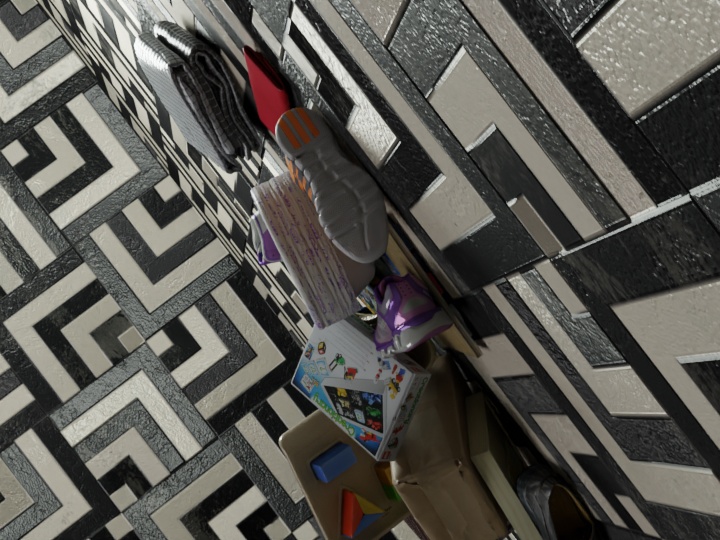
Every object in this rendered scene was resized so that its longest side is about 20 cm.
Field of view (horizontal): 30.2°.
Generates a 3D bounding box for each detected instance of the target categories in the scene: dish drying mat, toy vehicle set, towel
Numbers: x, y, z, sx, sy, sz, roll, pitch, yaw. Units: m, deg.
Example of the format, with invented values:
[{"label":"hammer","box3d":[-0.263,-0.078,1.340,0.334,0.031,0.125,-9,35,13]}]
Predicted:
[{"label":"dish drying mat","box3d":[-0.107,-0.208,1.641,0.077,0.018,0.200,50,170,14]},{"label":"toy vehicle set","box3d":[0.196,0.271,1.755,0.200,0.026,0.124,58,-163,-27]},{"label":"towel","box3d":[-0.225,-0.250,1.888,0.166,0.086,0.200,38,162,53]}]

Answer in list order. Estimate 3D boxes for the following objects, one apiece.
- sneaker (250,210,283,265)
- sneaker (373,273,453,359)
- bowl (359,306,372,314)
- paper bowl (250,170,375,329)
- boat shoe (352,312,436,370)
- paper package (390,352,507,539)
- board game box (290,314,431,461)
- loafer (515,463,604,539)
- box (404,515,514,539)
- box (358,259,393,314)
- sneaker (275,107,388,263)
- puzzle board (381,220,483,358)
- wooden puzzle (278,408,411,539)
[{"label":"sneaker","box3d":[-0.093,-0.026,1.987,0.201,0.114,0.073,56,169,-28]},{"label":"sneaker","box3d":[0.049,0.049,1.575,0.089,0.080,0.200,59,168,3]},{"label":"bowl","box3d":[0.027,0.145,1.940,0.201,0.039,0.201,40,-143,-39]},{"label":"paper bowl","box3d":[-0.052,-0.034,1.686,0.201,0.104,0.201,155,90,-87]},{"label":"boat shoe","box3d":[0.035,0.092,1.756,0.065,0.072,0.200,7,-177,-43]},{"label":"paper package","box3d":[0.112,0.245,1.773,0.200,0.103,0.191,-96,-18,-48]},{"label":"board game box","box3d":[-0.004,0.140,1.716,0.035,0.126,0.200,8,-160,-43]},{"label":"loafer","box3d":[0.269,0.337,1.682,0.200,0.073,0.072,54,168,-13]},{"label":"box","box3d":[0.127,0.323,2.048,0.200,0.166,0.164,42,168,51]},{"label":"box","box3d":[0.000,0.000,1.837,0.200,0.040,0.137,46,170,33]},{"label":"sneaker","box3d":[-0.026,-0.092,1.536,0.200,0.077,0.112,62,177,11]},{"label":"puzzle board","box3d":[0.071,0.015,1.609,0.200,0.017,0.151,55,172,-9]},{"label":"wooden puzzle","box3d":[0.006,0.268,1.820,0.046,0.185,0.200,-2,117,60]}]
